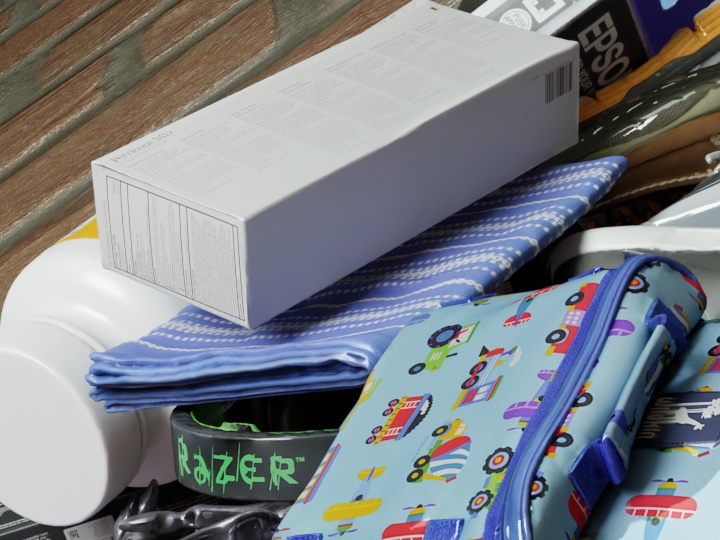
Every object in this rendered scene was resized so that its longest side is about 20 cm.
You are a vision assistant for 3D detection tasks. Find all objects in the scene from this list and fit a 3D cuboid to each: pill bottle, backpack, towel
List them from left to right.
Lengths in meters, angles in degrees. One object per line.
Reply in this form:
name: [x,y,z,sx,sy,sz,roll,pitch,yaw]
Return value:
pill bottle: [-0.084,0.023,1.024,0.111,0.112,0.200,-20,14,40]
towel: [0.000,0.000,0.923,0.144,0.024,0.200,-7,19,37]
backpack: [0.096,0.082,0.746,0.199,0.135,0.183,-12,31,43]

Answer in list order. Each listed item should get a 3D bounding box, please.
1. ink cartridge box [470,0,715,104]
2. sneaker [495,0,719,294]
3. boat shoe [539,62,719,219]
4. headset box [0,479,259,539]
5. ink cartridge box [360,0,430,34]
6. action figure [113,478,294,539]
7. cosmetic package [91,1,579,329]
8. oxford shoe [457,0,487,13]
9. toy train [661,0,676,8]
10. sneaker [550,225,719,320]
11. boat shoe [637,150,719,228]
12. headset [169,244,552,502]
ink cartridge box: [0.095,-0.081,1.124,0.199,0.044,0.198,-38,-24,2]
sneaker: [0.135,-0.046,1.090,0.200,0.077,0.078,-40,-27,1]
boat shoe: [0.177,-0.058,1.021,0.199,0.074,0.076,-23,8,8]
headset box: [-0.109,0.098,1.126,0.148,0.078,0.200,-18,19,5]
ink cartridge box: [-0.019,-0.061,1.396,0.199,0.085,0.145,-32,17,10]
action figure: [-0.053,0.139,0.903,0.200,0.101,0.120,148,131,-76]
cosmetic package: [-0.005,-0.046,0.934,0.082,0.051,0.199,23,37,36]
oxford shoe: [0.057,-0.056,1.226,0.072,0.071,0.201,-98,29,-44]
toy train: [0.123,-0.142,1.281,0.114,0.087,0.200,-40,2,-23]
sneaker: [0.158,0.033,0.882,0.198,0.071,0.100,-5,58,28]
boat shoe: [0.169,-0.023,0.968,0.199,0.074,0.068,-44,-1,21]
headset: [0.015,0.038,0.907,0.123,0.095,0.199,2,10,40]
